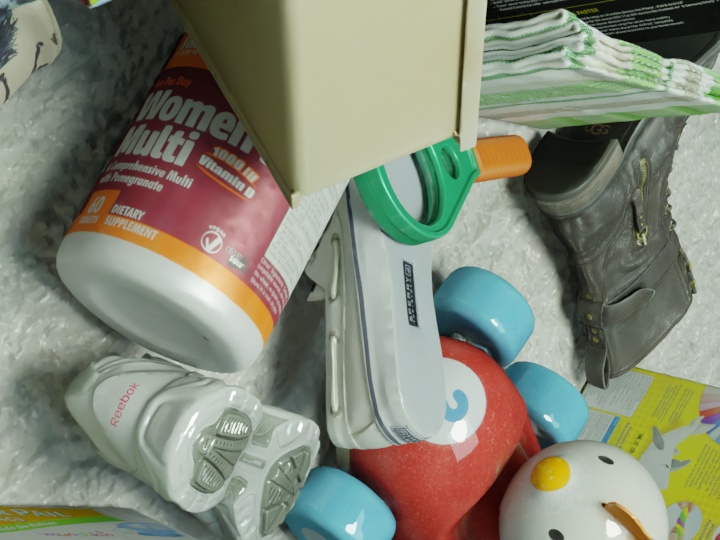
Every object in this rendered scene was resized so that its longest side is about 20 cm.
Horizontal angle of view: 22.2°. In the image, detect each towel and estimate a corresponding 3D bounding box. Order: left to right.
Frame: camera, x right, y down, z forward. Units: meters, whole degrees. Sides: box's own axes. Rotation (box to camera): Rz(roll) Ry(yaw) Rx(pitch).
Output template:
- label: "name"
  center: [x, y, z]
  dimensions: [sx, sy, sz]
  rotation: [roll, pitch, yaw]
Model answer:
- label: "towel"
  center: [0.106, -0.108, 1.015]
  dimensions: [0.199, 0.148, 0.031]
  rotation: [5, 85, -53]

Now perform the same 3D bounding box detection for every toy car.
- label: "toy car"
  center: [0.098, 0.125, 1.027]
  dimensions: [0.185, 0.199, 0.177]
  rotation: [-53, 132, -23]

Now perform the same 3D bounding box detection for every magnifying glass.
- label: "magnifying glass"
  center: [0.048, -0.059, 1.026]
  dimensions: [0.200, 0.022, 0.080]
  rotation: [-14, 85, -60]

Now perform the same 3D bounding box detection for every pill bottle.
- label: "pill bottle"
  center: [-0.058, -0.060, 0.902]
  dimensions: [0.110, 0.109, 0.201]
  rotation: [44, 63, -40]

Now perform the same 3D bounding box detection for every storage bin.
- label: "storage bin"
  center: [-0.033, -0.167, 0.782]
  dimensions: [0.093, 0.199, 0.200]
  rotation: [-24, 151, -13]

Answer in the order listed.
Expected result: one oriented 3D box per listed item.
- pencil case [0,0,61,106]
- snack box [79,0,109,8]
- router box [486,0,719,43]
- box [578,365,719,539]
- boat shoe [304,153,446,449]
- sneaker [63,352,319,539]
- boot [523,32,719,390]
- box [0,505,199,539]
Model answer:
- label: "pencil case"
  center: [-0.218, -0.065, 0.770]
  dimensions: [0.200, 0.077, 0.090]
  rotation: [-47, 148, -27]
- label: "snack box"
  center: [-0.140, -0.224, 0.748]
  dimensions: [0.067, 0.169, 0.201]
  rotation: [-24, 117, -16]
- label: "router box"
  center: [0.094, -0.174, 0.964]
  dimensions: [0.149, 0.199, 0.051]
  rotation: [37, 61, -42]
- label: "box"
  center: [0.211, 0.131, 1.140]
  dimensions: [0.048, 0.199, 0.118]
  rotation: [47, 67, -38]
- label: "boat shoe"
  center: [0.000, 0.000, 1.000]
  dimensions: [0.071, 0.069, 0.202]
  rotation: [21, 59, -55]
- label: "sneaker"
  center: [-0.086, 0.082, 0.931]
  dimensions: [0.078, 0.099, 0.200]
  rotation: [-59, 158, -12]
- label: "boot"
  center: [0.183, -0.044, 1.184]
  dimensions: [0.200, 0.069, 0.175]
  rotation: [-47, 132, -22]
- label: "box"
  center: [-0.163, 0.170, 0.847]
  dimensions: [0.199, 0.112, 0.102]
  rotation: [9, 94, -44]
